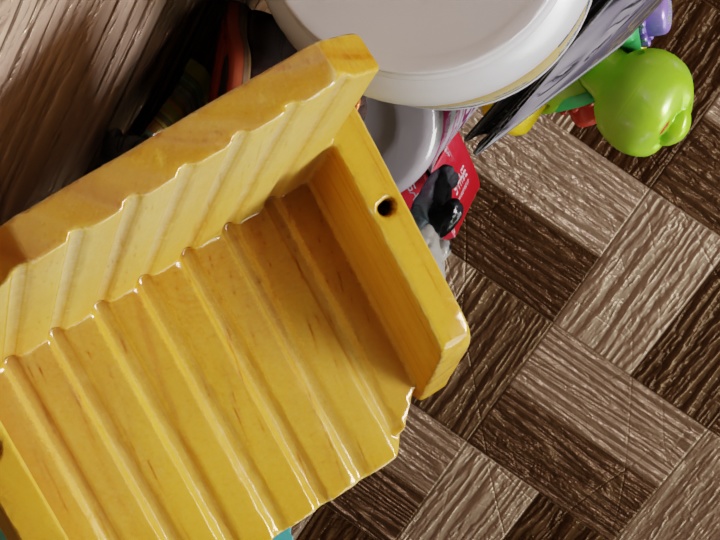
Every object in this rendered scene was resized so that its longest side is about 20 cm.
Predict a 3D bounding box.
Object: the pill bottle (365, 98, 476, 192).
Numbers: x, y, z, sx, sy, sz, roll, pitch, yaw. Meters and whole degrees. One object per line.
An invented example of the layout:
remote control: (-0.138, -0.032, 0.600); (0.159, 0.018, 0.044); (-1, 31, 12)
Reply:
pill bottle: (0.022, -0.127, 1.120); (0.114, 0.113, 0.200); (-58, 177, 32)

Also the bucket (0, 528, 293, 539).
bucket: (-0.138, 0.165, 0.963); (0.135, 0.207, 0.207); (-62, 175, 23)

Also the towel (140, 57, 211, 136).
towel: (-0.132, -0.009, 0.887); (0.200, 0.018, 0.086); (-55, 172, -12)

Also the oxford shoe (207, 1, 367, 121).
oxford shoe: (-0.031, -0.088, 0.899); (0.200, 0.072, 0.072); (-67, 167, -80)

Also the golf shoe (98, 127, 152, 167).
golf shoe: (-0.073, 0.021, 0.854); (0.095, 0.077, 0.200); (-63, 147, -29)

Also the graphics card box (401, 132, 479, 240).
graphics card box: (-0.027, -0.019, 1.177); (0.199, 0.051, 0.126); (-23, -168, 16)

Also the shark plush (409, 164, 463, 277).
shark plush: (0.000, 0.000, 1.012); (0.201, 0.083, 0.091); (-61, 149, -28)

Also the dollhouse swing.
dollhouse swing: (-0.050, 0.032, 0.713); (0.199, 0.182, 0.176); (-31, -170, -18)

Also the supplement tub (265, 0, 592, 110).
supplement tub: (0.032, -0.142, 0.804); (0.145, 0.144, 0.200); (-56, 177, 7)

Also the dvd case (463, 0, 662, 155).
dvd case: (0.146, -0.148, 0.992); (0.149, 0.016, 0.200); (-38, 174, -40)

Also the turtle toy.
turtle toy: (0.147, -0.148, 1.217); (0.146, 0.101, 0.200); (-57, -147, 25)
